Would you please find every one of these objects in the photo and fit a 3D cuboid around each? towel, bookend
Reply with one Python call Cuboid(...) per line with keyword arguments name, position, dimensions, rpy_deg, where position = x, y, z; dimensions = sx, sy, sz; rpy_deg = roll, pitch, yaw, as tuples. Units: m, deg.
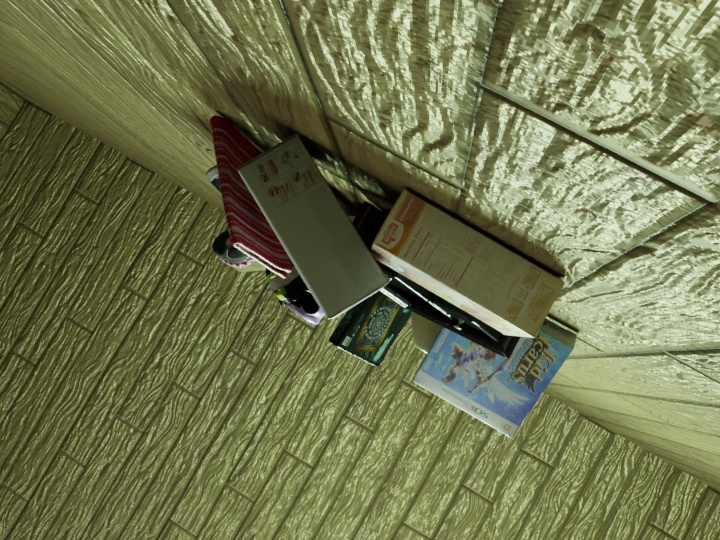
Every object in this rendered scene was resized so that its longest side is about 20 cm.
Cuboid(name="towel", position=(-0.148, -0.100, 1.003), dimensions=(0.145, 0.022, 0.200), rpy_deg=(39, -147, -60))
Cuboid(name="bookend", position=(0.104, 0.014, 0.999), dimensions=(0.200, 0.092, 0.199), rpy_deg=(25, 174, 40))

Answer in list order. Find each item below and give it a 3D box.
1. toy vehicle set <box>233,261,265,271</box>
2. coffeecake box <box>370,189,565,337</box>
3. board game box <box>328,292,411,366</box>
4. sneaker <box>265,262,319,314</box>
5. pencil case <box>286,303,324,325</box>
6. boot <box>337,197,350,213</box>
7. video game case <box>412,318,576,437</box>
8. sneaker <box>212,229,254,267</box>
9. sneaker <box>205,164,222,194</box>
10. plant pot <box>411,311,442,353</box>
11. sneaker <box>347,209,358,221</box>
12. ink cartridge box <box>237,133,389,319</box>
Cuboid(name="toy vehicle set", position=(-0.142, -0.057, 1.284), dimensions=(0.027, 0.124, 0.200), rpy_deg=(43, 155, -27))
Cuboid(name="coffeecake box", position=(0.114, -0.004, 0.858), dimensions=(0.200, 0.073, 0.154), rpy_deg=(30, 177, 1))
Cuboid(name="board game box", position=(0.041, 0.066, 1.311), dimensions=(0.028, 0.200, 0.135), rpy_deg=(31, 177, 41))
Cuboid(name="sneaker", position=(-0.084, 0.033, 1.159), dimensions=(0.200, 0.072, 0.083), rpy_deg=(11, -121, -61))
Cuboid(name="pencil case", position=(-0.059, 0.009, 1.405), dimensions=(0.084, 0.200, 0.085), rpy_deg=(39, -178, 24))
Cuboid(name="boot", position=(-0.108, -0.119, 1.119), dimensions=(0.200, 0.074, 0.096), rpy_deg=(19, 166, 21))
Cuboid(name="video game case", position=(0.203, 0.137, 1.147), dimensions=(0.181, 0.200, 0.045), rpy_deg=(29, -150, 6))
Cuboid(name="sneaker", position=(-0.178, -0.057, 1.182), dimensions=(0.200, 0.079, 0.095), rpy_deg=(-4, 151, 40))
Cuboid(name="sneaker", position=(-0.197, -0.119, 1.246), dimensions=(0.109, 0.070, 0.200), rpy_deg=(64, 178, 5))
Cuboid(name="plant pot", position=(0.165, 0.094, 1.258), dimensions=(0.200, 0.135, 0.200), rpy_deg=(29, 176, 2))
Cuboid(name="sneaker", position=(0.036, -0.020, 1.125), dimensions=(0.075, 0.076, 0.200), rpy_deg=(10, 165, 44))
Cuboid(name="ink cartridge box", position=(-0.055, -0.045, 0.907), dimensions=(0.200, 0.084, 0.176), rpy_deg=(58, 177, 2))
